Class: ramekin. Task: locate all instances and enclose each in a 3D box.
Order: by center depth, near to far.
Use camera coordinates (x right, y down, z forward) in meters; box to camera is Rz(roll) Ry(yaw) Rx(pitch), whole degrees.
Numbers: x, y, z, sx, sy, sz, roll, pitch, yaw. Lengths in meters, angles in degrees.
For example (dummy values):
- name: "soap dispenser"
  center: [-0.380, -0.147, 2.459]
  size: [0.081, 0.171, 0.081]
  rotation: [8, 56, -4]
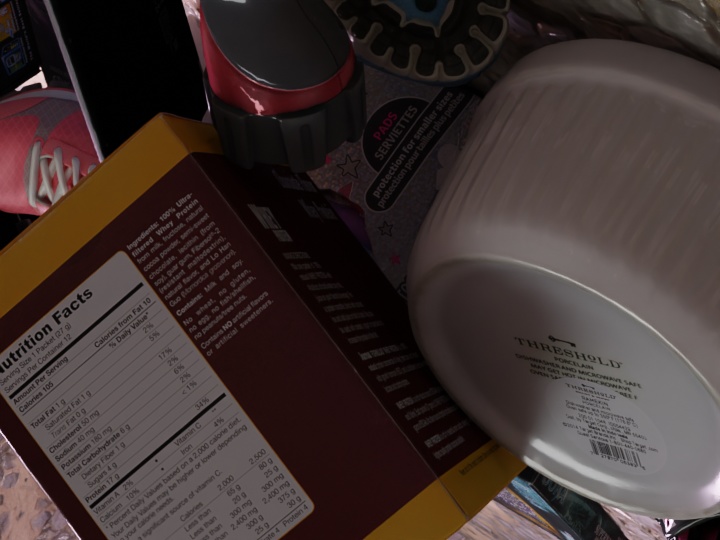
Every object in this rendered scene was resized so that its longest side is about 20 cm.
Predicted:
- name: "ramekin"
  center: [0.113, 0.013, 0.811]
  size: [0.199, 0.105, 0.201]
  rotation: [27, 150, 17]

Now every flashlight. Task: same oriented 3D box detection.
- name: "flashlight"
  center: [-0.037, -0.133, 0.737]
  size: [0.068, 0.067, 0.201]
  rotation: [-109, 10, -48]

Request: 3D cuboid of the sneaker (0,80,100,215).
- name: "sneaker"
  center: [-0.136, -0.051, 1.068]
  size: [0.198, 0.074, 0.087]
  rotation: [6, -154, -1]

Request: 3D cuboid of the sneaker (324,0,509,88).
- name: "sneaker"
  center: [-0.026, -0.134, 0.859]
  size: [0.199, 0.079, 0.090]
  rotation: [35, 174, 11]

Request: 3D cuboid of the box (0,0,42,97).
- name: "box"
  center: [-0.261, -0.166, 1.051]
  size: [0.044, 0.160, 0.202]
  rotation: [10, 125, 33]

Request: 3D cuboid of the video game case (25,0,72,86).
- name: "video game case"
  center: [-0.164, -0.170, 1.110]
  size: [0.142, 0.019, 0.201]
  rotation: [28, 143, 44]

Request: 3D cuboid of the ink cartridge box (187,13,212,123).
- name: "ink cartridge box"
  center: [-0.076, -0.028, 1.243]
  size: [0.200, 0.145, 0.146]
  rotation: [40, -170, -32]

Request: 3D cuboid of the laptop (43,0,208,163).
- name: "laptop"
  center: [-0.157, -0.144, 0.985]
  size: [0.115, 0.201, 0.188]
  rotation: [-2, 130, 17]

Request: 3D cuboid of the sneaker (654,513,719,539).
- name: "sneaker"
  center: [0.181, 0.114, 1.071]
  size: [0.080, 0.087, 0.199]
  rotation: [29, 171, -29]

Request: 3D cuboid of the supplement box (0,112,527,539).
- name: "supplement box"
  center: [-0.048, 0.055, 0.847]
  size: [0.201, 0.132, 0.197]
  rotation: [52, -170, 6]

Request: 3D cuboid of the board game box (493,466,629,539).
- name: "board game box"
  center: [0.088, 0.121, 1.221]
  size: [0.135, 0.028, 0.200]
  rotation: [29, 170, 29]

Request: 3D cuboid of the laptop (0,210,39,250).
- name: "laptop"
  center: [-0.266, -0.052, 1.170]
  size: [0.200, 0.115, 0.188]
  rotation: [72, 173, -68]

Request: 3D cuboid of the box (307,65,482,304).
- name: "box"
  center: [0.000, 0.000, 1.033]
  size: [0.114, 0.201, 0.132]
  rotation: [31, 170, 19]
